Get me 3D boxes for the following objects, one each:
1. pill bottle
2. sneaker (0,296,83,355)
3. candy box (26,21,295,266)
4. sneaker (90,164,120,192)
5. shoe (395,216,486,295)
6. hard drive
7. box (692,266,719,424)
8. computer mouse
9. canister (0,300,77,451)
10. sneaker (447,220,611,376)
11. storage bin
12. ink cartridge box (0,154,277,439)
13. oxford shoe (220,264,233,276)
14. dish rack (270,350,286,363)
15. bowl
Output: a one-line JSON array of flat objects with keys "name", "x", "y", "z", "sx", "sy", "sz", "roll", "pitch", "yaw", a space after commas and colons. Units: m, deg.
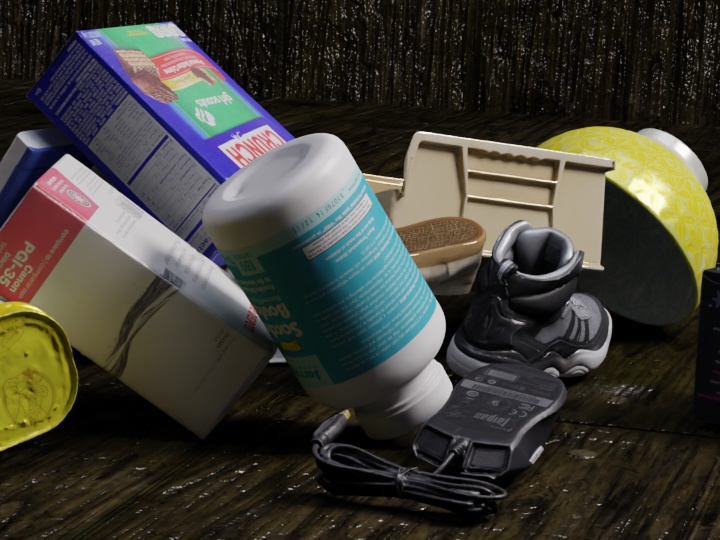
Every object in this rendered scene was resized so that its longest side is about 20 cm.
[{"name": "pill bottle", "x": -0.014, "y": 0.016, "z": 1.469, "sx": 0.111, "sy": 0.200, "sz": 0.111, "roll": -28, "pitch": 18, "yaw": 10}, {"name": "sneaker", "x": -0.232, "y": 0.028, "z": 1.685, "sx": 0.199, "sy": 0.080, "sz": 0.074, "roll": -2, "pitch": -33, "yaw": -22}, {"name": "candy box", "x": -0.137, "y": -0.102, "z": 1.711, "sx": 0.200, "sy": 0.077, "sz": 0.169, "roll": 45, "pitch": 22, "yaw": 9}, {"name": "sneaker", "x": -0.230, "y": -0.018, "z": 1.757, "sx": 0.088, "sy": 0.200, "sz": 0.077, "roll": -15, "pitch": 59, "yaw": -14}, {"name": "shoe", "x": 0.000, "y": 0.000, "z": 1.608, "sx": 0.199, "sy": 0.054, "sz": 0.070, "roll": -5, "pitch": 34, "yaw": -20}, {"name": "hard drive", "x": -0.272, "y": -0.033, "z": 1.753, "sx": 0.025, "sy": 0.200, "sz": 0.132, "roll": 44, "pitch": 28, "yaw": 19}, {"name": "box", "x": 0.355, "y": 0.063, "z": 1.537, "sx": 0.200, "sy": 0.115, "sz": 0.132, "roll": 12, "pitch": 13, "yaw": 38}, {"name": "computer mouse", "x": 0.049, "y": 0.113, "z": 1.409, "sx": 0.140, "sy": 0.046, "sz": 0.200, "roll": 10, "pitch": 24, "yaw": 17}, {"name": "canister", "x": -0.293, "y": 0.064, "z": 1.436, "sx": 0.148, "sy": 0.087, "sz": 0.200, "roll": -21, "pitch": 18, "yaw": -26}, {"name": "sneaker", "x": 0.146, "y": 0.021, "z": 1.652, "sx": 0.075, "sy": 0.114, "sz": 0.200, "roll": 28, "pitch": 24, "yaw": 27}, {"name": "storage bin", "x": 0.071, "y": -0.045, "z": 1.782, "sx": 0.198, "sy": 0.094, "sz": 0.200, "roll": 7, "pitch": -8, "yaw": -26}, {"name": "ink cartridge box", "x": -0.159, "y": 0.017, "z": 1.521, "sx": 0.200, "sy": 0.083, "sz": 0.147, "roll": 37, "pitch": 9, "yaw": -6}, {"name": "oxford shoe", "x": -0.115, "y": 0.007, "z": 1.728, "sx": 0.075, "sy": 0.058, "sz": 0.200, "roll": -36, "pitch": 21, "yaw": -3}, {"name": "dish rack", "x": -0.052, "y": 0.035, "z": 1.803, "sx": 0.171, "sy": 0.044, "sz": 0.200, "roll": 0, "pitch": 12, "yaw": -16}, {"name": "bowl", "x": 0.239, "y": -0.059, "z": 1.879, "sx": 0.108, "sy": 0.200, "sz": 0.200, "roll": -46, "pitch": 35, "yaw": -23}]
